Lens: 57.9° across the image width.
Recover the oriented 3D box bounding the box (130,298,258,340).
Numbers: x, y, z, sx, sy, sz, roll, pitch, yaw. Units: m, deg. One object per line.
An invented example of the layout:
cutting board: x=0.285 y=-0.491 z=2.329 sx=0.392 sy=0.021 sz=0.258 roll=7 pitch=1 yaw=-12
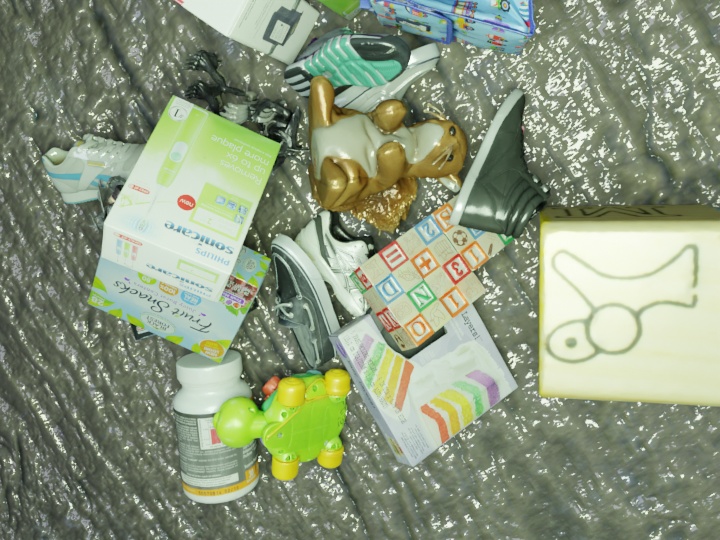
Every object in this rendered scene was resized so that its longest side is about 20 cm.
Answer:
box: x=-0.268 y=0.006 z=0.972 sx=0.198 sy=0.046 sz=0.160 roll=-14 pitch=96 yaw=18

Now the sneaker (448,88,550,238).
sneaker: x=0.185 y=-0.122 z=0.779 sx=0.099 sy=0.071 sz=0.201 roll=23 pitch=70 yaw=6

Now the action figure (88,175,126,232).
action figure: x=-0.297 y=-0.072 z=0.899 sx=0.198 sy=0.070 sz=0.131 roll=-2 pitch=126 yaw=19

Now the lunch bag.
lunch bag: x=0.097 y=-0.310 z=0.744 sx=0.198 sy=0.151 sz=0.095 roll=7 pitch=102 yaw=8

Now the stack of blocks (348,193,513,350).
stack of blocks: x=0.100 y=-0.008 z=0.801 sx=0.199 sy=0.059 sz=0.115 roll=-36 pitch=89 yaw=-18

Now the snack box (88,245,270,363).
snack box: x=-0.242 y=0.015 z=0.865 sx=0.199 sy=0.068 sz=0.169 roll=28 pitch=129 yaw=-9

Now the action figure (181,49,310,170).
action figure: x=-0.155 y=-0.197 z=0.868 sx=0.200 sy=0.102 sz=0.119 roll=40 pitch=142 yaw=8

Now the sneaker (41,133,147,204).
sneaker: x=-0.372 y=-0.156 z=0.945 sx=0.198 sy=0.077 sz=0.081 roll=-11 pitch=127 yaw=17

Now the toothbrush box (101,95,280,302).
toothbrush box: x=-0.198 y=-0.086 z=0.780 sx=0.145 sy=0.201 sz=0.086 roll=23 pitch=149 yaw=-12

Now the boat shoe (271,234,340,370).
boat shoe: x=-0.084 y=0.049 z=0.878 sx=0.071 sy=0.068 sz=0.201 roll=22 pitch=140 yaw=47

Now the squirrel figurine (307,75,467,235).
squirrel figurine: x=0.033 y=-0.135 z=0.810 sx=0.185 sy=0.200 sz=0.143 roll=-7 pitch=69 yaw=-12

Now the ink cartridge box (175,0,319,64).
ink cartridge box: x=-0.154 y=-0.339 z=0.796 sx=0.144 sy=0.200 sz=0.085 roll=36 pitch=105 yaw=7

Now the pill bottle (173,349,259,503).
pill bottle: x=-0.214 y=0.226 z=0.960 sx=0.115 sy=0.116 sz=0.202 roll=0 pitch=101 yaw=16

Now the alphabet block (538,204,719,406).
alphabet block: x=0.303 y=0.028 z=0.736 sx=0.198 sy=0.196 sz=0.197 roll=1 pitch=99 yaw=16

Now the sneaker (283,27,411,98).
sneaker: x=-0.012 y=-0.272 z=0.789 sx=0.199 sy=0.074 sz=0.088 roll=5 pitch=62 yaw=45

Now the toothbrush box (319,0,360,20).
toothbrush box: x=0.019 y=-0.402 z=0.755 sx=0.199 sy=0.146 sz=0.086 roll=-37 pitch=89 yaw=18

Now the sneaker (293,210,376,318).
sneaker: x=0.000 y=0.000 z=0.879 sx=0.200 sy=0.076 sz=0.088 roll=42 pitch=108 yaw=5

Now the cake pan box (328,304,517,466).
cake pan box: x=0.081 y=0.115 z=0.839 sx=0.183 sy=0.052 sz=0.201 roll=-30 pitch=94 yaw=-20

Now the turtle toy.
turtle toy: x=-0.104 y=0.204 z=0.906 sx=0.101 sy=0.199 sz=0.147 roll=22 pitch=110 yaw=51

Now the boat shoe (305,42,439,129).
boat shoe: x=0.022 y=-0.216 z=0.837 sx=0.199 sy=0.072 sz=0.066 roll=-27 pitch=96 yaw=19
